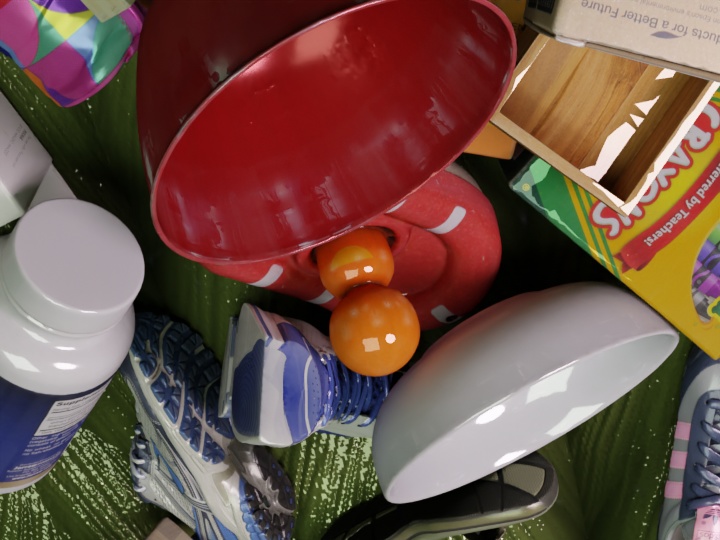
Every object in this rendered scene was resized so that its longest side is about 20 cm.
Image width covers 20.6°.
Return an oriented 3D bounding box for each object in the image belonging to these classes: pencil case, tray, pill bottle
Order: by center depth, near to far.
[{"bbox_3d":[0.156,-0.139,1.049,0.099,0.037,0.200,34,95,-15],"label":"tray"},{"bbox_3d":[-0.194,-0.181,1.050,0.088,0.088,0.200,-30,115,26],"label":"pencil case"},{"bbox_3d":[-0.206,0.045,1.221,0.111,0.111,0.200,28,136,-9],"label":"pill bottle"}]

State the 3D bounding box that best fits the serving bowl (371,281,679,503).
[{"bbox_3d":[0.088,0.063,1.182,0.200,0.200,0.066,-39,72,29],"label":"serving bowl"}]

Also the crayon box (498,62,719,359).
[{"bbox_3d":[0.195,-0.040,1.133,0.200,0.051,0.127,38,103,-16],"label":"crayon box"}]

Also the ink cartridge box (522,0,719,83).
[{"bbox_3d":[0.199,-0.176,0.992,0.199,0.075,0.165,13,100,-13],"label":"ink cartridge box"}]

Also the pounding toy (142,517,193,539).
[{"bbox_3d":[-0.107,0.285,1.365,0.200,0.142,0.184,42,144,-1],"label":"pounding toy"}]

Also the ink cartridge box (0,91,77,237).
[{"bbox_3d":[-0.272,-0.072,1.203,0.116,0.068,0.200,-25,116,23],"label":"ink cartridge box"}]

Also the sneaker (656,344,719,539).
[{"bbox_3d":[0.228,0.128,1.240,0.070,0.082,0.201,6,124,6],"label":"sneaker"}]

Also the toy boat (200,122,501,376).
[{"bbox_3d":[0.000,0.000,1.133,0.130,0.131,0.200,-31,150,30],"label":"toy boat"}]

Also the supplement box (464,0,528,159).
[{"bbox_3d":[0.072,-0.164,1.083,0.066,0.069,0.201,10,122,1],"label":"supplement box"}]

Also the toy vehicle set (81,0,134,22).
[{"bbox_3d":[-0.164,-0.243,1.018,0.026,0.124,0.200,-17,124,46],"label":"toy vehicle set"}]

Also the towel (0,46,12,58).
[{"bbox_3d":[-0.205,-0.204,1.119,0.200,0.050,0.148,33,126,-10],"label":"towel"}]

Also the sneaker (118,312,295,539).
[{"bbox_3d":[-0.123,0.117,1.301,0.085,0.077,0.200,-15,119,24],"label":"sneaker"}]

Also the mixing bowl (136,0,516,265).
[{"bbox_3d":[-0.034,-0.106,0.978,0.200,0.109,0.200,-24,154,-12],"label":"mixing bowl"}]

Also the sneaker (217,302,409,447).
[{"bbox_3d":[-0.022,0.063,1.203,0.115,0.199,0.081,5,90,-8],"label":"sneaker"}]

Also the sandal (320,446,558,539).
[{"bbox_3d":[0.053,0.171,1.305,0.201,0.080,0.057,-28,110,35],"label":"sandal"}]
